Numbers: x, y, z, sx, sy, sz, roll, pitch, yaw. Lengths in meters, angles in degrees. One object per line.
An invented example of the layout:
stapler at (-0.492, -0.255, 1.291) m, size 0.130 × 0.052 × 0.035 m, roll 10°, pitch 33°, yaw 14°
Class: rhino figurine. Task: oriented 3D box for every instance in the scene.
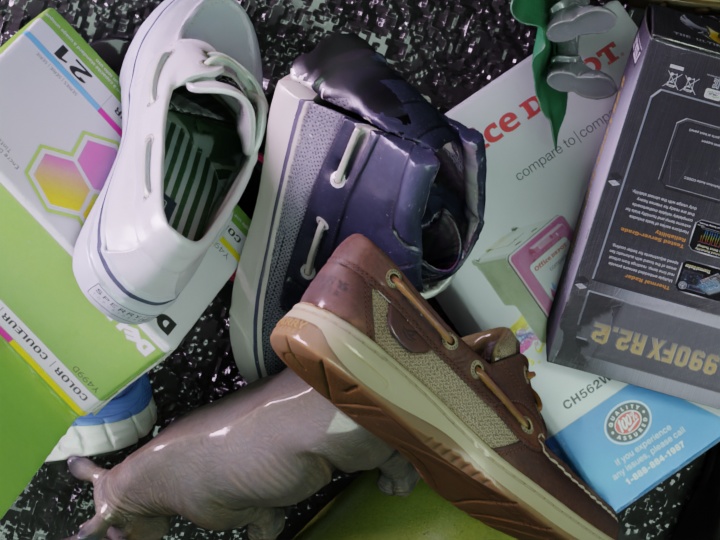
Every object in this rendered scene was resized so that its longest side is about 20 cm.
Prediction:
rhino figurine at (-0.060, 0.090, 1.114) m, size 0.199 × 0.060 × 0.087 m, roll -23°, pitch 152°, yaw 20°

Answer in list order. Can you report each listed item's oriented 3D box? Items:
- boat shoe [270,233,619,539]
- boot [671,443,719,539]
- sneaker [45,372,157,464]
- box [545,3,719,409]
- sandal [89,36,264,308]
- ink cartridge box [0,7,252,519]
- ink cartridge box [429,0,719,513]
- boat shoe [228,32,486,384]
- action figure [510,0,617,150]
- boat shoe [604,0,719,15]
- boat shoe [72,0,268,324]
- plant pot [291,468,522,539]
boat shoe at (0.051, 0.057, 1.049) m, size 0.200 × 0.072 × 0.072 m, roll 39°, pitch 72°, yaw -26°
boot at (0.253, 0.127, 1.244) m, size 0.150 × 0.073 × 0.201 m, roll 23°, pitch 97°, yaw -16°
sneaker at (-0.200, 0.052, 1.141) m, size 0.199 × 0.079 × 0.090 m, roll -11°, pitch 97°, yaw -18°
box at (0.196, -0.011, 1.049) m, size 0.199 × 0.048 × 0.159 m, roll 15°, pitch 114°, yaw 0°
sandal at (-0.064, -0.031, 1.158) m, size 0.200 × 0.045 × 0.075 m, roll 41°, pitch 92°, yaw -17°
ink cartridge box at (-0.151, 0.001, 1.060) m, size 0.148 × 0.200 × 0.076 m, roll 47°, pitch 128°, yaw -10°
ink cartridge box at (0.114, -0.004, 1.147) m, size 0.144 × 0.085 × 0.200 m, roll -34°, pitch 84°, yaw -4°
boat shoe at (0.000, 0.000, 1.087) m, size 0.075 × 0.093 × 0.201 m, roll -28°, pitch 140°, yaw -36°
action figure at (0.095, -0.169, 1.101) m, size 0.054 × 0.201 × 0.118 m, roll 0°, pitch 142°, yaw 4°
boat shoe at (0.198, -0.159, 1.174) m, size 0.199 × 0.072 × 0.068 m, roll -4°, pitch 98°, yaw -17°
boat shoe at (-0.068, -0.062, 1.076) m, size 0.073 × 0.201 × 0.067 m, roll 33°, pitch 134°, yaw -25°
plant pot at (0.027, 0.184, 1.164) m, size 0.200 × 0.200 × 0.193 m, roll 35°, pitch 81°, yaw -16°
